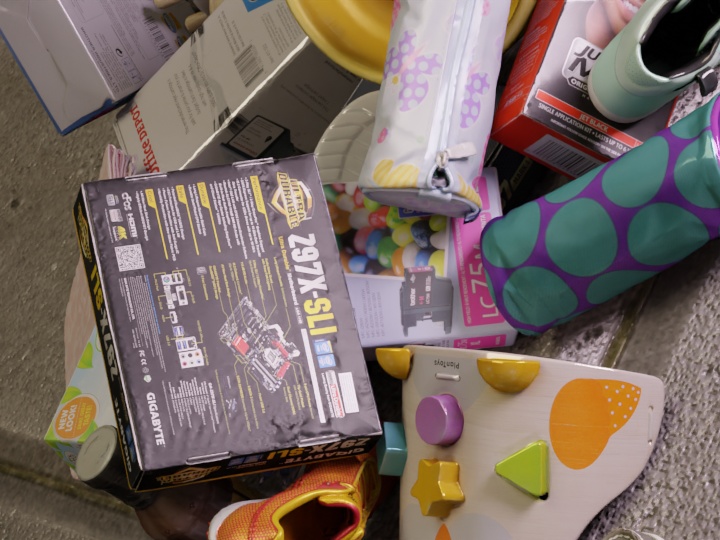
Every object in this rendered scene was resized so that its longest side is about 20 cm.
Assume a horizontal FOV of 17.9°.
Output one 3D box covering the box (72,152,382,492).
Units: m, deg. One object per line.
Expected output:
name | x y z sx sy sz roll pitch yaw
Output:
box | -0.087 0.031 1.465 0.049 0.160 0.200 124 135 -63

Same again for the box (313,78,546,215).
box | 0.042 -0.072 1.667 0.158 0.051 0.200 -56 36 -2

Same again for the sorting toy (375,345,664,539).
sorting toy | 0.074 0.143 1.432 0.200 0.107 0.180 2 82 51

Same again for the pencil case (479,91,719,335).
pencil case | 0.170 -0.033 1.454 0.200 0.085 0.092 -29 4 33

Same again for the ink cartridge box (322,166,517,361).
ink cartridge box | 0.000 0.000 1.538 0.200 0.042 0.119 -7 72 1

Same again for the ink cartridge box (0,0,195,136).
ink cartridge box | -0.214 -0.215 1.975 0.076 0.137 0.200 -25 7 36

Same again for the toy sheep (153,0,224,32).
toy sheep | -0.108 -0.283 1.957 0.138 0.138 0.200 -26 60 35

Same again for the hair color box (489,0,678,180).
hair color box | 0.170 -0.161 1.539 0.061 0.101 0.200 -33 33 66

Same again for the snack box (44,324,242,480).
snack box | -0.119 0.050 1.605 0.142 0.053 0.200 -1 54 33

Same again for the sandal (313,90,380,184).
sandal | -0.002 -0.032 1.596 0.050 0.082 0.203 93 -169 -69

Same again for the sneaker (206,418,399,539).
sneaker | -0.017 0.154 1.477 0.077 0.073 0.200 -5 19 34

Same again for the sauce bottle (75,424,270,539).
sauce bottle | -0.100 0.161 1.507 0.065 0.200 0.065 -33 38 30

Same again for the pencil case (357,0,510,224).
pencil case | 0.053 -0.134 1.501 0.091 0.083 0.200 84 -164 -80

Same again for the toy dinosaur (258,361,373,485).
toy dinosaur | -0.094 0.097 1.698 0.200 0.105 0.181 -23 22 -13

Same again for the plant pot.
plant pot | 0.063 -0.250 1.656 0.201 0.201 0.189 -31 5 30

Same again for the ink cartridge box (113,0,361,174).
ink cartridge box | -0.095 -0.139 1.856 0.200 0.086 0.146 -45 35 15

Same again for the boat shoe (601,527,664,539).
boat shoe | 0.116 0.234 1.311 0.072 0.060 0.202 13 72 53

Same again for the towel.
towel | -0.200 0.033 1.801 0.191 0.032 0.200 -101 23 -49

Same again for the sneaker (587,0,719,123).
sneaker | 0.237 -0.174 1.449 0.200 0.074 0.118 -44 2 -11
